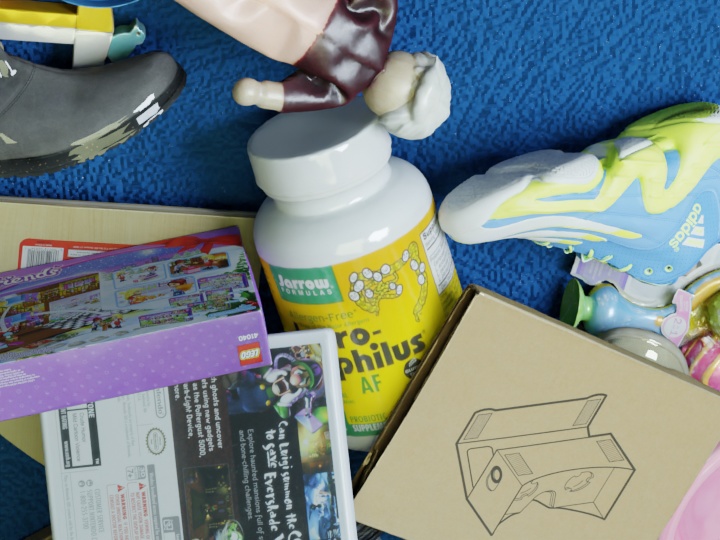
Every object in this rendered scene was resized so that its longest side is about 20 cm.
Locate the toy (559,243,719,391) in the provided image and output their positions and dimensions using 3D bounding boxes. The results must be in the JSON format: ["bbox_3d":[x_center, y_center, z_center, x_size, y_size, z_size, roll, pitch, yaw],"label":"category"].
[{"bbox_3d":[0.225,0.043,1.720,0.200,0.047,0.115,11,116,-10],"label":"toy"}]

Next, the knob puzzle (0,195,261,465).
[{"bbox_3d":[-0.158,0.046,1.692,0.219,0.030,0.220,-4,118,-8],"label":"knob puzzle"}]

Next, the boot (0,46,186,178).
[{"bbox_3d":[-0.212,-0.119,1.569,0.200,0.070,0.132,-22,111,1],"label":"boot"}]

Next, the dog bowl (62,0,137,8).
[{"bbox_3d":[-0.194,-0.217,1.539,0.200,0.050,0.112,13,93,-9],"label":"dog bowl"}]

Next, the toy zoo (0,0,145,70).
[{"bbox_3d":[-0.227,-0.150,1.599,0.199,0.020,0.131,3,115,-7],"label":"toy zoo"}]

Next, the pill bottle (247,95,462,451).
[{"bbox_3d":[0.000,0.000,1.642,0.113,0.113,0.200,-16,116,2],"label":"pill bottle"}]

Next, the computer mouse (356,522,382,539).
[{"bbox_3d":[0.050,0.124,1.711,0.200,0.034,0.059,-27,136,-25],"label":"computer mouse"}]

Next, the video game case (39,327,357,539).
[{"bbox_3d":[-0.094,0.143,1.600,0.181,0.023,0.201,-6,87,8],"label":"video game case"}]

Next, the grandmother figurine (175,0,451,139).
[{"bbox_3d":[-0.026,-0.141,1.538,0.200,0.061,0.121,35,104,-24],"label":"grandmother figurine"}]

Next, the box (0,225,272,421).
[{"bbox_3d":[-0.158,0.033,1.589,0.200,0.137,0.039,-11,114,-3],"label":"box"}]

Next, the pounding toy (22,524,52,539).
[{"bbox_3d":[-0.188,0.277,1.707,0.184,0.200,0.142,-29,115,8],"label":"pounding toy"}]

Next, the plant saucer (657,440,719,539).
[{"bbox_3d":[0.278,0.150,1.754,0.200,0.051,0.201,-10,129,-12],"label":"plant saucer"}]

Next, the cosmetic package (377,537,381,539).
[{"bbox_3d":[-0.067,0.133,1.699,0.102,0.074,0.200,-30,124,4],"label":"cosmetic package"}]

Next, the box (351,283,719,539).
[{"bbox_3d":[0.110,0.113,1.647,0.200,0.021,0.164,23,106,-25],"label":"box"}]

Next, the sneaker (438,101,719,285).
[{"bbox_3d":[0.149,-0.028,1.637,0.200,0.076,0.105,-18,105,-14],"label":"sneaker"}]

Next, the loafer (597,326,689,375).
[{"bbox_3d":[0.163,0.124,1.716,0.075,0.068,0.200,11,128,4],"label":"loafer"}]
